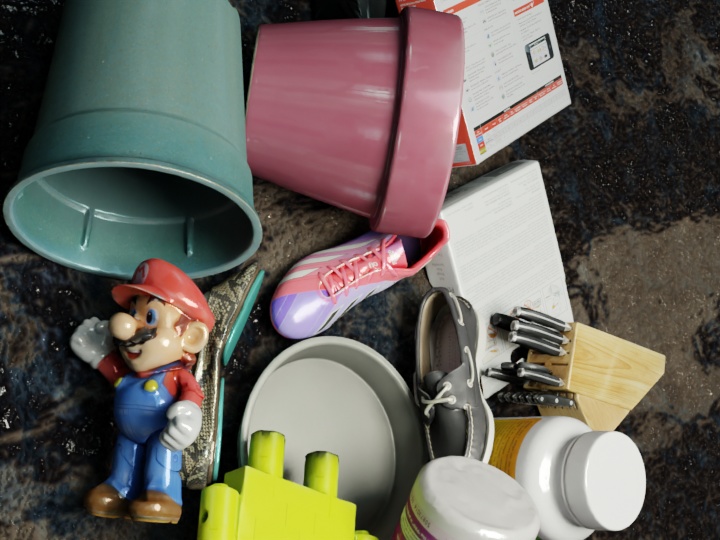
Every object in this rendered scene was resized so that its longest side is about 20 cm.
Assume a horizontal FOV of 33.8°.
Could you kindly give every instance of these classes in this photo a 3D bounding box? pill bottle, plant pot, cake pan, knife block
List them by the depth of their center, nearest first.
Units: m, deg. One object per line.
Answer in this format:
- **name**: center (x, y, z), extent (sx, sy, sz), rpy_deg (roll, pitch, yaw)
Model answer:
- **plant pot**: center (-0.173, -0.123, 0.947), extent (0.198, 0.199, 0.200), rpy_deg (15, 62, -31)
- **pill bottle**: center (0.068, 0.269, 1.006), extent (0.111, 0.112, 0.203), rpy_deg (6, 115, -33)
- **plant pot**: center (-0.013, -0.140, 1.051), extent (0.175, 0.200, 0.204), rpy_deg (8, 72, -5)
- **cake pan**: center (-0.028, 0.162, 1.060), extent (0.197, 0.037, 0.204), rpy_deg (9, 73, -33)
- **pill bottle**: center (0.156, 0.190, 1.076), extent (0.110, 0.198, 0.113), rpy_deg (7, 79, -37)
- **knife block**: center (0.216, 0.082, 1.218), extent (0.199, 0.063, 0.178), rpy_deg (-37, 111, -35)

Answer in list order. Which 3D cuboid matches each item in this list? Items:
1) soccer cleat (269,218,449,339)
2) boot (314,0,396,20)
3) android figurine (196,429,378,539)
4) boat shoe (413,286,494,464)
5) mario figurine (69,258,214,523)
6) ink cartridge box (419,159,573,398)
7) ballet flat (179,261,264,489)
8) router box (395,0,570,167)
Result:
- **soccer cleat**: center (0.000, 0.000, 1.097), extent (0.199, 0.076, 0.068), rpy_deg (-29, 95, -37)
- **boot**: center (0.030, -0.280, 1.197), extent (0.161, 0.073, 0.202), rpy_deg (-1, 80, -41)
- **android figurine**: center (-0.058, 0.235, 0.949), extent (0.181, 0.041, 0.203), rpy_deg (28, 51, -34)
- **boat shoe**: center (0.081, 0.106, 1.089), extent (0.060, 0.073, 0.203), rpy_deg (39, 44, -38)
- **mario figurine**: center (-0.177, 0.089, 0.918), extent (0.121, 0.106, 0.204), rpy_deg (5, 78, 0)
- **ink cartridge box**: center (0.143, 0.006, 1.229), extent (0.161, 0.050, 0.203), rpy_deg (-27, 111, -37)
- **ballet flat**: center (-0.136, 0.079, 0.996), extent (0.074, 0.068, 0.203), rpy_deg (13, 70, -4)
- **router box**: center (0.132, -0.225, 1.221), extent (0.199, 0.048, 0.182), rpy_deg (-33, 112, -44)
